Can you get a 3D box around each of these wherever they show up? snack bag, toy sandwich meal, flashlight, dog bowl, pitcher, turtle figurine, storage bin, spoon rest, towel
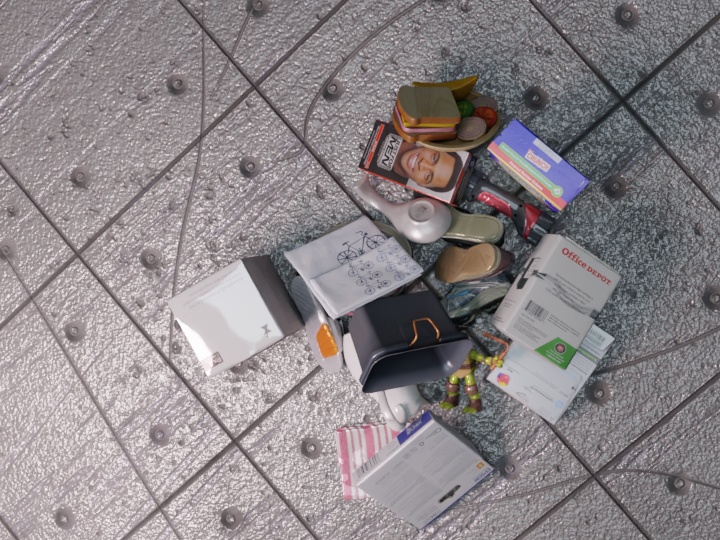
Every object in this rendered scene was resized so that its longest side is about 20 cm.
[{"bbox_3d":[-0.015,-0.016,1.653,0.188,0.021,0.200,-26,49,-16],"label":"snack bag"},{"bbox_3d":[0.157,-0.294,1.667,0.205,0.205,0.070,5,137,8],"label":"toy sandwich meal"},{"bbox_3d":[0.264,-0.117,1.712,0.200,0.068,0.068,29,136,9],"label":"flashlight"},{"bbox_3d":[0.000,0.000,1.702,0.200,0.200,0.074,0,136,8],"label":"dog bowl"},{"bbox_3d":[0.044,0.194,1.699,0.121,0.172,0.200,-28,89,14],"label":"pitcher"},{"bbox_3d":[0.183,0.182,1.727,0.200,0.064,0.162,5,102,20],"label":"turtle figurine"},{"bbox_3d":[0.078,0.112,1.617,0.200,0.146,0.135,-10,55,-24],"label":"storage bin"},{"bbox_3d":[0.081,-0.115,1.719,0.200,0.061,0.099,31,70,26],"label":"spoon rest"},{"bbox_3d":[0.055,0.368,1.776,0.199,0.030,0.147,-8,92,8],"label":"towel"}]

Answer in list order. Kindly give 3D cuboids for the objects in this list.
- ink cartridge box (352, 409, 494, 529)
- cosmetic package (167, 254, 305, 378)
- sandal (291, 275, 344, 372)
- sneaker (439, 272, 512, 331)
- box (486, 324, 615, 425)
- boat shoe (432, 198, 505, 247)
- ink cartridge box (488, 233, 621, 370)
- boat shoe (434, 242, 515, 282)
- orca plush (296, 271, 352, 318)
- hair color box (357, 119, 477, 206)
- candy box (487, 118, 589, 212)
[{"bbox_3d":[0.119,0.377,1.716,0.196,0.043,0.200,-42,124,10],"label":"ink cartridge box"},{"bbox_3d":[-0.227,0.081,1.719,0.165,0.200,0.165,-30,88,8],"label":"cosmetic package"},{"bbox_3d":[-0.067,0.097,1.757,0.079,0.059,0.207,-3,111,48],"label":"sandal"},{"bbox_3d":[0.196,0.057,1.732,0.200,0.078,0.086,-24,59,17],"label":"sneaker"},{"bbox_3d":[0.357,0.164,1.719,0.156,0.041,0.200,34,95,6],"label":"box"},{"bbox_3d":[0.183,-0.082,1.720,0.199,0.066,0.075,11,72,29],"label":"boat shoe"},{"bbox_3d":[0.349,0.053,1.637,0.146,0.083,0.200,33,88,-12],"label":"ink cartridge box"},{"bbox_3d":[0.207,-0.010,1.674,0.065,0.200,0.072,13,77,-25],"label":"boat shoe"},{"bbox_3d":[-0.031,0.037,1.754,0.200,0.071,0.105,22,95,7],"label":"orca plush"},{"bbox_3d":[0.106,-0.201,1.705,0.200,0.061,0.102,23,95,23],"label":"hair color box"},{"bbox_3d":[0.314,-0.184,1.631,0.169,0.200,0.077,42,97,5],"label":"candy box"}]
